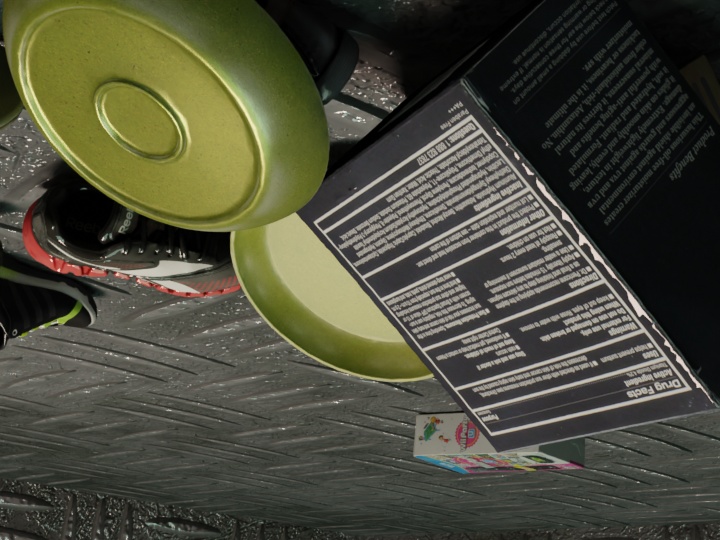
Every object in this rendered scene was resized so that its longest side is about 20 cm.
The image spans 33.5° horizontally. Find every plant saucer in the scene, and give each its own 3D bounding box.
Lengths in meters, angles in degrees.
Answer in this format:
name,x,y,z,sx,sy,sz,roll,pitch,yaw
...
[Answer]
name,x,y,z,sx,sy,sz,roll,pitch,yaw
plant saucer,0.000,0.000,0.885,0.198,0.031,0.201,14,135,14
plant saucer,-0.112,-0.088,0.640,0.198,0.031,0.201,19,143,15

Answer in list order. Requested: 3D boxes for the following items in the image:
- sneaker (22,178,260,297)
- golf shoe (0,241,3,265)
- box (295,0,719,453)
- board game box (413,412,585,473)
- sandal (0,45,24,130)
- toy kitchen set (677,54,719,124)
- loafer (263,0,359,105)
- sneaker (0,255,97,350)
name,x,y,z,sx,sy,sz,roll,pitch,yaw
sneaker,-0.160,-0.027,0.919,0.198,0.072,0.098,9,164,-11
golf shoe,-0.389,-0.026,1.008,0.197,0.078,0.088,5,-177,6
box,0.098,-0.022,0.651,0.199,0.123,0.200,51,150,-7
board game box,0.197,0.242,1.687,0.198,0.065,0.147,-7,159,35
sandal,-0.257,-0.128,0.631,0.057,0.081,0.200,-24,149,31
toy kitchen set,0.275,-0.067,0.697,0.199,0.182,0.163,-32,-173,-31
loafer,-0.089,-0.106,0.693,0.199,0.072,0.063,-19,132,39
sneaker,-0.338,0.039,1.147,0.071,0.084,0.199,-7,159,32
